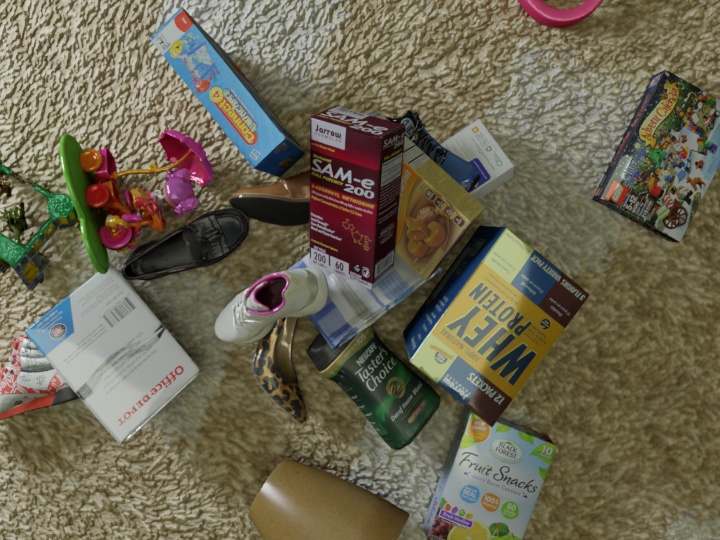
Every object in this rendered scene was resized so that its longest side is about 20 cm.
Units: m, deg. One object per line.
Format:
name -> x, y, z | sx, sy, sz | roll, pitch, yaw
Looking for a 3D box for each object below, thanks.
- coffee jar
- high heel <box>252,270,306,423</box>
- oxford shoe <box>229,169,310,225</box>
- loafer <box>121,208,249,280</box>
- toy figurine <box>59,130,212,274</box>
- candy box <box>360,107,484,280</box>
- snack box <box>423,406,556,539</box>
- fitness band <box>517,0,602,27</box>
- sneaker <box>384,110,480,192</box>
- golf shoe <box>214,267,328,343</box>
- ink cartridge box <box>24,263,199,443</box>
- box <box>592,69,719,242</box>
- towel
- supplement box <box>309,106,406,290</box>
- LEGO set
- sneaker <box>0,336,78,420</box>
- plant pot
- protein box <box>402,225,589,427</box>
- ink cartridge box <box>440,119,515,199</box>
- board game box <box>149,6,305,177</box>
coffee jar -> 0.017, 0.154, 0.907 | 0.200, 0.085, 0.104 | 46, 72, -3
high heel -> -0.095, 0.107, 0.915 | 0.141, 0.071, 0.203 | -33, 84, 9
oxford shoe -> -0.093, -0.112, 0.915 | 0.193, 0.072, 0.073 | 0, 65, 2
loafer -> -0.254, -0.029, 0.905 | 0.195, 0.063, 0.074 | -21, 101, 8
toy figurine -> -0.295, -0.115, 0.868 | 0.179, 0.151, 0.205 | -16, 69, -8
candy box -> 0.052, -0.100, 0.819 | 0.199, 0.055, 0.116 | 43, 131, 9
snack box -> 0.192, 0.326, 0.939 | 0.139, 0.053, 0.205 | 20, 94, -2
fitness band -> 0.274, -0.451, 0.891 | 0.142, 0.037, 0.203 | -34, 92, 3
sneaker -> 0.072, -0.160, 0.849 | 0.197, 0.090, 0.079 | 27, 61, 24
golf shoe -> -0.139, 0.044, 0.848 | 0.197, 0.091, 0.077 | -27, 70, 27
ink cartridge box -> -0.347, 0.119, 0.891 | 0.144, 0.084, 0.201 | -41, 94, -20
box -> 0.447, -0.164, 0.909 | 0.134, 0.038, 0.204 | 26, 94, -1
towel -> 0.000, 0.000, 0.886 | 0.198, 0.024, 0.148 | -36, 68, -10
supplement box -> -0.008, -0.090, 0.789 | 0.107, 0.061, 0.205 | 21, 124, 28
LEGO set -> -0.510, -0.068, 0.909 | 0.195, 0.116, 0.157 | 23, 65, -5
sneaker -> -0.514, 0.157, 0.929 | 0.195, 0.067, 0.111 | -15, 93, -2
plant pot -> -0.057, 0.373, 0.898 | 0.197, 0.186, 0.189 | 33, 94, 13
protein box -> 0.169, 0.062, 0.847 | 0.134, 0.199, 0.202 | 36, 94, -2
ink cartridge box -> 0.115, -0.125, 0.898 | 0.197, 0.037, 0.096 | -32, 65, 1
board game box -> -0.165, -0.224, 0.830 | 0.056, 0.200, 0.197 | -39, 92, 5
